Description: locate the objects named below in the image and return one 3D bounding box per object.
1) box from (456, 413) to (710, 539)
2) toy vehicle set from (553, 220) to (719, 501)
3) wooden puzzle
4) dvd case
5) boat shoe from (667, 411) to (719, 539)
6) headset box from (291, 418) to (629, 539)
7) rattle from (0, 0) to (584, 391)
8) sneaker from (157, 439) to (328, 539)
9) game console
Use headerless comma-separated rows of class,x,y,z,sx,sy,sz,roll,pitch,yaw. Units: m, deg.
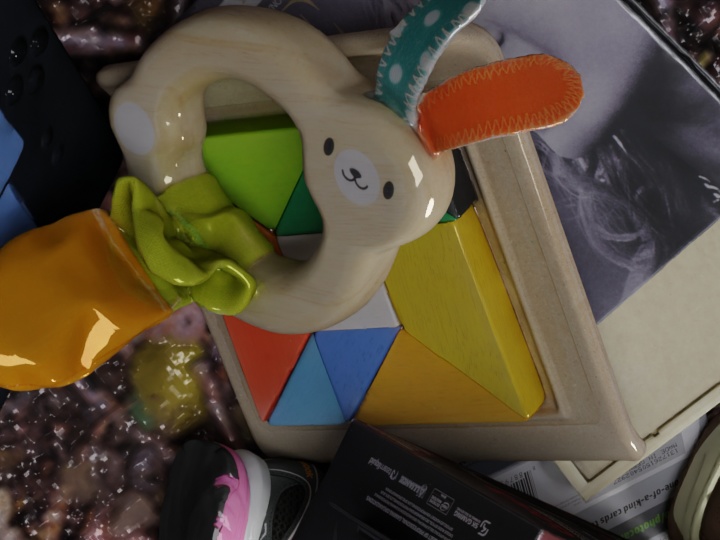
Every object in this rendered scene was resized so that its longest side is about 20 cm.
box,0.092,0.157,1.184,0.156,0.041,0.200,-24,113,-20
toy vehicle set,0.080,-0.025,1.109,0.124,0.027,0.200,-36,93,3
wooden puzzle,0.000,0.000,1.071,0.185,0.037,0.200,-4,122,38
dvd case,0.040,-0.068,1.049,0.200,0.016,0.149,45,123,-3
boat shoe,0.201,0.042,1.147,0.075,0.075,0.203,18,92,-34
headset box,0.075,0.134,1.060,0.200,0.149,0.075,26,90,-30
rattle,-0.040,-0.032,0.966,0.143,0.200,0.131,-7,90,-43
sneaker,-0.044,0.170,1.164,0.086,0.080,0.200,4,115,-24
game console,-0.154,0.001,1.006,0.200,0.031,0.177,-65,155,-18
